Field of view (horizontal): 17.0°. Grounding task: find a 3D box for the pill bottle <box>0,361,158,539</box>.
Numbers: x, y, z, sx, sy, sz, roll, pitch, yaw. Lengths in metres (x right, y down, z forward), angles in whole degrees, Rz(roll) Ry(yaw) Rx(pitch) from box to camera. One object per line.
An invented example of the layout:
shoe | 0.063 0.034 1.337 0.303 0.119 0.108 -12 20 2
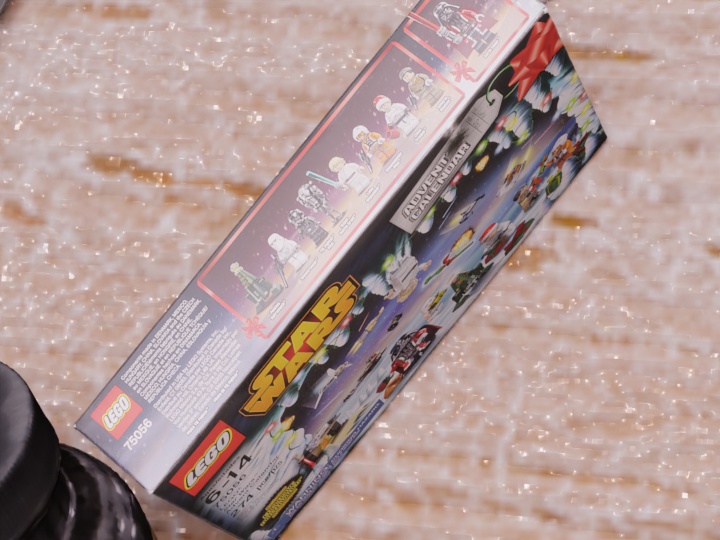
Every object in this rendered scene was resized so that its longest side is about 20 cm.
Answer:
pill bottle | -0.106 0.127 0.773 0.112 0.200 0.112 -13 39 11

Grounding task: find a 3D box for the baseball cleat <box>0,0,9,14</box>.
baseball cleat | -0.177 -0.105 0.904 0.070 0.106 0.201 6 76 19

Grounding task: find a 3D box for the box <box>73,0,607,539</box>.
box | 0.000 0.000 0.823 0.040 0.137 0.200 38 88 21

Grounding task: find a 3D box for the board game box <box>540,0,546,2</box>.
board game box | 0.085 -0.228 0.908 0.200 0.043 0.199 -32 72 3
